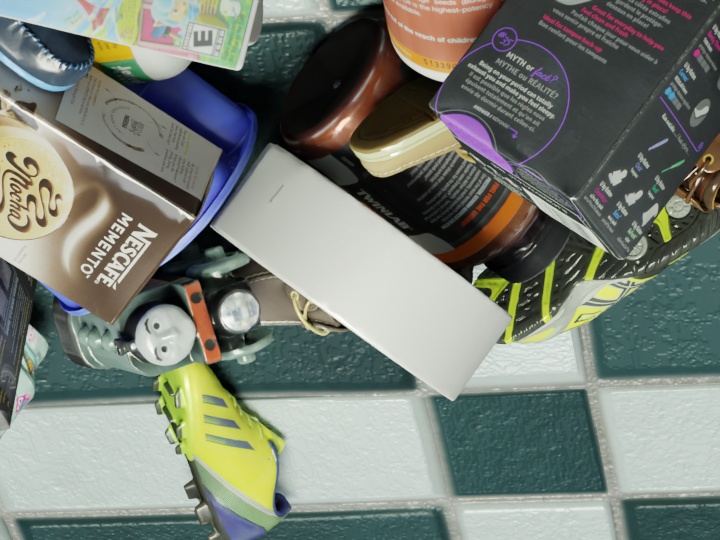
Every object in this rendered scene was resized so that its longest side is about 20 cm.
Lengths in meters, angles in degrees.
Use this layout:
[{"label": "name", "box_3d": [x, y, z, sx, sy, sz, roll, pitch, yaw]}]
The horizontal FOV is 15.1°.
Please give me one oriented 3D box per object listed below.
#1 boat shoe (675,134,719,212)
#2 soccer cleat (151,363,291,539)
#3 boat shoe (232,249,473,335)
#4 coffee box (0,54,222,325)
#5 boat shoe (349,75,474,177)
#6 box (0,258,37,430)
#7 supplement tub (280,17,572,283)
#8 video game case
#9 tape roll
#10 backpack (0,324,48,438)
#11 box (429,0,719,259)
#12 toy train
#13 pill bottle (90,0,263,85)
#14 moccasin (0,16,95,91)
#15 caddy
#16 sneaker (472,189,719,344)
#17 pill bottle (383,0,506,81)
[{"label": "boat shoe", "box_3d": [0.229, -0.078, 1.788, 0.200, 0.068, 0.072, 17, 136, -8]}, {"label": "soccer cleat", "box_3d": [-0.103, 0.127, 2.076, 0.084, 0.065, 0.200, -23, 130, -10]}, {"label": "boat shoe", "box_3d": [-0.015, 0.011, 1.927, 0.200, 0.060, 0.072, -8, 134, 17]}, {"label": "coffee box", "box_3d": [-0.202, -0.072, 1.681, 0.200, 0.080, 0.113, 32, 126, -11]}, {"label": "boat shoe", "box_3d": [0.087, -0.101, 1.713, 0.200, 0.074, 0.066, -27, 117, -18]}, {"label": "box", "box_3d": [-0.275, -0.012, 1.845, 0.050, 0.200, 0.158, -10, 135, 14]}, {"label": "supplement tub", "box_3d": [0.050, -0.072, 1.796, 0.200, 0.107, 0.107, 37, 130, -25]}, {"label": "video game case", "box_3d": [-0.131, -0.234, 1.600, 0.182, 0.022, 0.200, 12, 97, -24]}, {"label": "tape roll", "box_3d": [0.000, 0.000, 1.780, 0.202, 0.202, 0.071, 36, 90, -26]}, {"label": "backpack", "box_3d": [-0.323, 0.052, 1.964, 0.167, 0.127, 0.200, 1, 141, 51]}, {"label": "box", "box_3d": [0.157, -0.129, 1.615, 0.122, 0.200, 0.106, 35, 176, 29]}, {"label": "toy train", "box_3d": [-0.139, 0.032, 1.882, 0.114, 0.200, 0.085, -21, 102, -20]}, {"label": "pill bottle", "box_3d": [-0.169, -0.172, 1.724, 0.200, 0.113, 0.113, -7, 134, 15]}, {"label": "moccasin", "box_3d": [-0.222, -0.201, 1.627, 0.068, 0.080, 0.200, -36, 93, 30]}, {"label": "caddy", "box_3d": [-0.153, -0.053, 1.826, 0.105, 0.141, 0.200, 38, 130, -23]}, {"label": "sneaker", "box_3d": [0.169, -0.013, 1.878, 0.200, 0.075, 0.076, -28, 163, 23]}, {"label": "pill bottle", "box_3d": [0.059, -0.220, 1.637, 0.112, 0.112, 0.200, -1, 136, 11]}]
